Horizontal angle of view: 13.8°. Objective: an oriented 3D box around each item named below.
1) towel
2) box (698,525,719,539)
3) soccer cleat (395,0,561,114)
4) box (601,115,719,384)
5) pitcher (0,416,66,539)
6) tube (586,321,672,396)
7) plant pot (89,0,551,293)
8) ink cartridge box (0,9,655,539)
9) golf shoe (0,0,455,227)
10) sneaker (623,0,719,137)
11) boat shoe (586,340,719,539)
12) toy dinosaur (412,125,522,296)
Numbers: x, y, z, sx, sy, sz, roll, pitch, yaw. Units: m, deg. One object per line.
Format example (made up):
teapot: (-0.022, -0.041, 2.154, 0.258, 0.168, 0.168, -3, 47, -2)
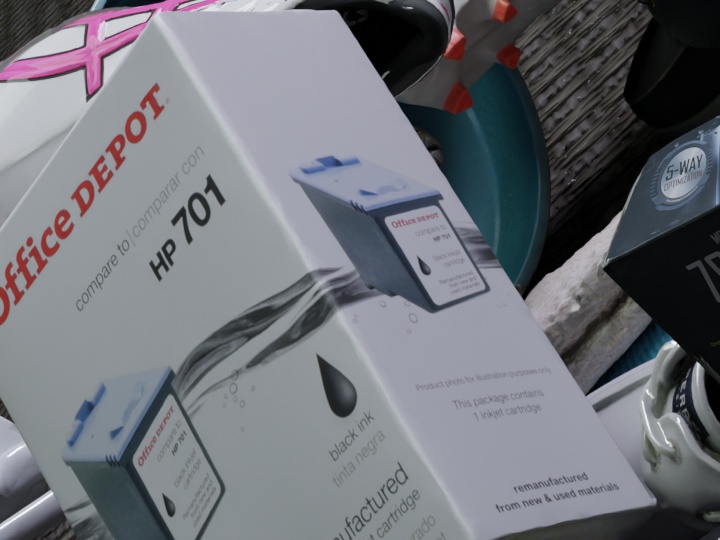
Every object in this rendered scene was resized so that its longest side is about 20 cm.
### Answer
towel: (0.049, 0.045, 1.018, 0.200, 0.034, 0.133, -49, -2, 8)
box: (0.051, 0.172, 0.820, 0.200, 0.044, 0.160, -38, 21, 26)
soccer cleat: (0.069, -0.133, 1.167, 0.200, 0.070, 0.077, -34, 52, -28)
box: (0.182, 0.002, 0.700, 0.200, 0.160, 0.044, -29, 25, 43)
pitcher: (-0.203, 0.134, 1.360, 0.171, 0.122, 0.200, -18, 20, 27)
tube: (0.087, 0.059, 0.972, 0.200, 0.050, 0.077, -46, 12, 15)
plant pot: (-0.051, -0.013, 1.213, 0.200, 0.200, 0.188, -60, 7, -34)
ink cartridge box: (-0.024, 0.040, 0.914, 0.086, 0.200, 0.147, -7, -34, -46)
golf shoe: (-0.061, -0.061, 1.039, 0.199, 0.073, 0.092, -28, 20, -3)
sneaker: (0.116, -0.130, 1.108, 0.200, 0.106, 0.075, 119, 165, -54)
boat shoe: (0.115, 0.044, 0.865, 0.199, 0.066, 0.072, -10, 63, 48)
toy dinosaur: (0.000, 0.000, 1.040, 0.077, 0.102, 0.200, -50, -2, 15)
